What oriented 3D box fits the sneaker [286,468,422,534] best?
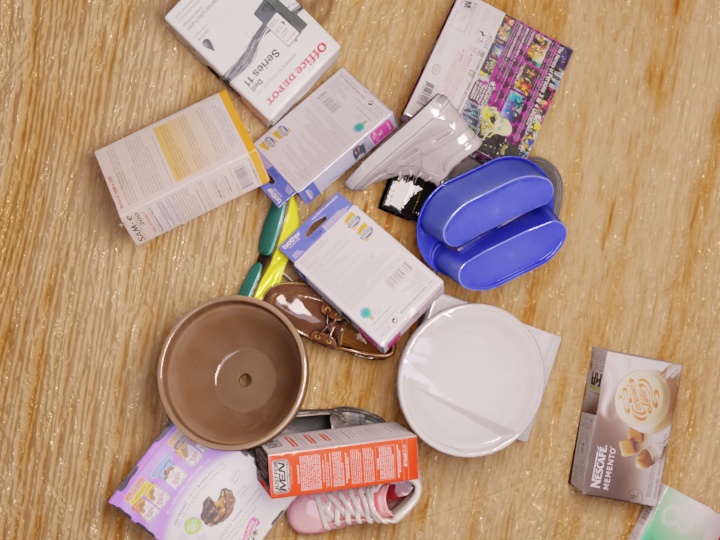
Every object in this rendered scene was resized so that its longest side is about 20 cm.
[{"bbox_3d":[-0.006,0.314,1.486,0.199,0.105,0.076,-18,94,-4],"label":"sneaker"}]

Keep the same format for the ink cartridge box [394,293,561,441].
[{"bbox_3d":[0.165,0.135,1.533,0.198,0.047,0.161,19,88,-11],"label":"ink cartridge box"}]

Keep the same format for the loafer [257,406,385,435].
[{"bbox_3d":[-0.058,0.223,1.500,0.198,0.063,0.073,6,90,-5],"label":"loafer"}]

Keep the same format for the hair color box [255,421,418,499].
[{"bbox_3d":[-0.032,0.247,1.427,0.198,0.101,0.062,-4,95,-15],"label":"hair color box"}]

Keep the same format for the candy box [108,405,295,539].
[{"bbox_3d":[-0.211,0.304,1.483,0.200,0.072,0.168,39,87,-4],"label":"candy box"}]

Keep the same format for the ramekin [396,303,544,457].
[{"bbox_3d":[0.139,0.143,1.458,0.200,0.094,0.204,0,91,-9],"label":"ramekin"}]

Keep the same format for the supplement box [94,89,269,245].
[{"bbox_3d":[-0.238,-0.138,1.448,0.199,0.074,0.127,-26,57,-4],"label":"supplement box"}]

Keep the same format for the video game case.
[{"bbox_3d":[0.173,-0.253,1.480,0.180,0.036,0.201,26,78,-6],"label":"video game case"}]

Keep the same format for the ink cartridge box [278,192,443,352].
[{"bbox_3d":[0.000,0.000,1.444,0.200,0.042,0.119,42,78,17],"label":"ink cartridge box"}]

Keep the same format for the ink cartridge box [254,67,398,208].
[{"bbox_3d":[-0.060,-0.175,1.479,0.200,0.042,0.119,-40,57,-5],"label":"ink cartridge box"}]

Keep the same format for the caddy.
[{"bbox_3d":[0.172,-0.064,1.427,0.199,0.105,0.142,-25,114,-7],"label":"caddy"}]

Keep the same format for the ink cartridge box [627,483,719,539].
[{"bbox_3d":[0.480,0.420,1.560,0.199,0.050,0.162,28,88,-3],"label":"ink cartridge box"}]

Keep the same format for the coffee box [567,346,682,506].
[{"bbox_3d":[0.371,0.218,1.530,0.113,0.080,0.202,11,89,-5],"label":"coffee box"}]

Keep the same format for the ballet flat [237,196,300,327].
[{"bbox_3d":[-0.117,-0.010,1.499,0.067,0.067,0.202,21,92,-26],"label":"ballet flat"}]

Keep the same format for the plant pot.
[{"bbox_3d":[-0.162,0.141,1.439,0.199,0.093,0.203,-1,76,6],"label":"plant pot"}]

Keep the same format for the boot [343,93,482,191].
[{"bbox_3d":[0.068,-0.140,1.435,0.096,0.074,0.200,47,130,-7],"label":"boot"}]

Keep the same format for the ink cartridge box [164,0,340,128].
[{"bbox_3d":[-0.144,-0.316,1.476,0.200,0.083,0.147,43,87,-5],"label":"ink cartridge box"}]

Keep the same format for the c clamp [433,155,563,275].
[{"bbox_3d":[0.187,-0.077,1.494,0.198,0.027,0.173,-4,89,-10],"label":"c clamp"}]

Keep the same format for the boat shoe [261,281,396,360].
[{"bbox_3d":[-0.038,0.070,1.477,0.199,0.068,0.073,23,93,-19],"label":"boat shoe"}]

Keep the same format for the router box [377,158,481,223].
[{"bbox_3d":[0.127,-0.155,1.518,0.148,0.051,0.202,21,89,-7],"label":"router box"}]
